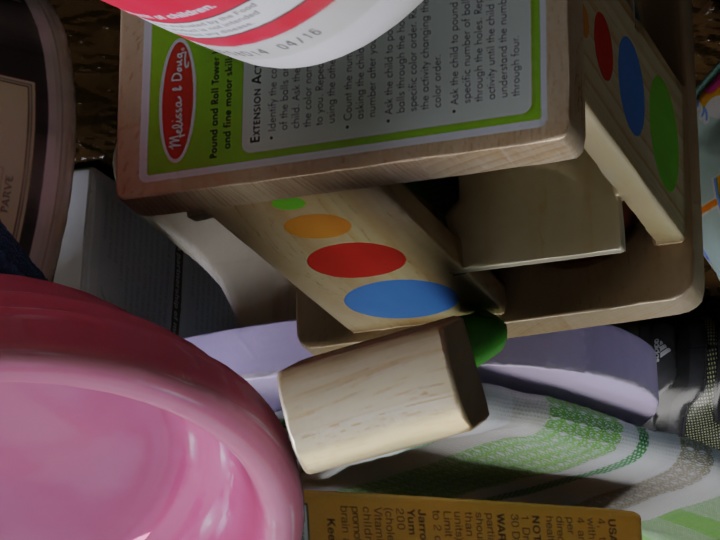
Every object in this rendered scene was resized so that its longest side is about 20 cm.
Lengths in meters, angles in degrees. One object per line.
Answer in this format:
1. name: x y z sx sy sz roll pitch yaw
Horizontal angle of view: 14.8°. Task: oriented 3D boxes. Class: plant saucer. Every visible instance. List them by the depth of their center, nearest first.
1. plant saucer: -0.116 0.066 0.739 0.200 0.051 0.201 -9 143 -7

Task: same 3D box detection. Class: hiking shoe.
1. hiking shoe: 0.167 0.073 1.213 0.100 0.076 0.200 -5 159 24

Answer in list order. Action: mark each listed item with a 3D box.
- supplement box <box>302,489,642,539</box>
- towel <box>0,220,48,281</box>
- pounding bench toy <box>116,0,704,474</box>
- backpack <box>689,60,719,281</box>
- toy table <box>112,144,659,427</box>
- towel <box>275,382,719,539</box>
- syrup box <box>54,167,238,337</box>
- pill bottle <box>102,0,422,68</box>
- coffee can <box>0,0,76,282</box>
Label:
1. supplement box: -0.002 0.112 0.921 0.200 0.069 0.067 3 161 -28
2. towel: -0.181 0.043 0.768 0.200 0.049 0.112 -25 140 10
3. pounding bench toy: 0.021 -0.023 0.773 0.124 0.200 0.156 -8 157 19
4. backpack: 0.198 -0.015 0.850 0.176 0.153 0.200 -36 136 17
5. toy table: 0.000 0.000 0.958 0.200 0.117 0.184 -1 159 2
6. towel: 0.040 0.081 0.970 0.200 0.031 0.149 17 153 -41
7. syrup box: -0.093 0.034 1.101 0.079 0.082 0.200 -7 157 24
8. pill bottle: -0.069 -0.126 0.621 0.112 0.113 0.200 -17 154 39
9. coffee can: -0.204 -0.035 0.822 0.200 0.147 0.146 12 157 -29
